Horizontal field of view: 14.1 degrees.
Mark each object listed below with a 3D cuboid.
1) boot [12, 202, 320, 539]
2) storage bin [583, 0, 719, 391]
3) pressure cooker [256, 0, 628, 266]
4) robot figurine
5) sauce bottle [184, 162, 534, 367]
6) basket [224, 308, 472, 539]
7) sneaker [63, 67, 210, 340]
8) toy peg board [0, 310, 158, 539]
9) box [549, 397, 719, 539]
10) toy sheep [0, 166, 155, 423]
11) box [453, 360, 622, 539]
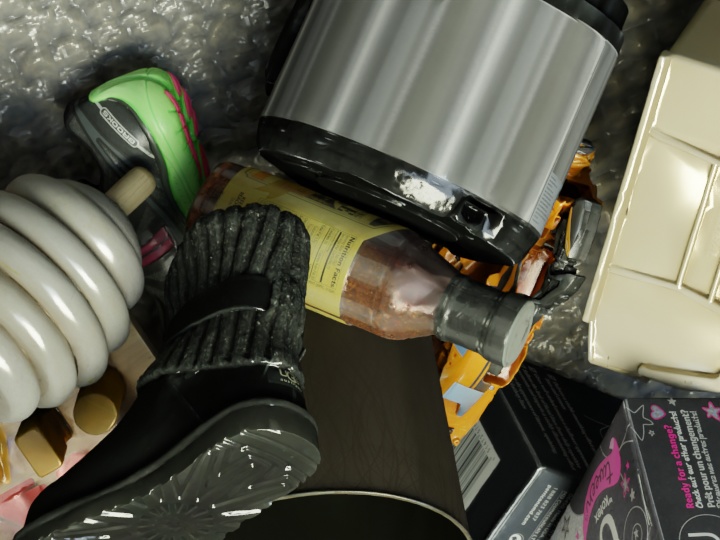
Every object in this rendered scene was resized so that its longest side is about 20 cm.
[{"bbox_3d":[-0.104,0.071,1.577,0.211,0.158,0.079,-29,138,26],"label":"boot"},{"bbox_3d":[0.213,-0.055,1.695,0.094,0.200,0.199,19,116,10],"label":"storage bin"},{"bbox_3d":[0.054,-0.121,1.624,0.179,0.176,0.200,26,86,-24],"label":"pressure cooker"},{"bbox_3d":[0.080,-0.001,1.742,0.058,0.145,0.200,17,120,-21],"label":"robot figurine"},{"bbox_3d":[0.000,0.000,1.627,0.200,0.066,0.066,23,118,16],"label":"sauce bottle"},{"bbox_3d":[-0.022,0.091,1.668,0.180,0.200,0.136,-17,135,19],"label":"basket"},{"bbox_3d":[-0.125,-0.028,1.707,0.084,0.077,0.200,-9,120,7],"label":"sneaker"},{"bbox_3d":[-0.194,0.126,1.709,0.200,0.098,0.199,-32,103,7],"label":"toy peg board"},{"bbox_3d":[0.183,0.178,1.672,0.115,0.132,0.200,1,143,-18],"label":"box"},{"bbox_3d":[-0.186,0.012,1.604,0.200,0.138,0.138,-52,127,-22],"label":"toy sheep"},{"bbox_3d":[0.142,0.153,1.846,0.200,0.148,0.107,22,112,-27],"label":"box"}]
